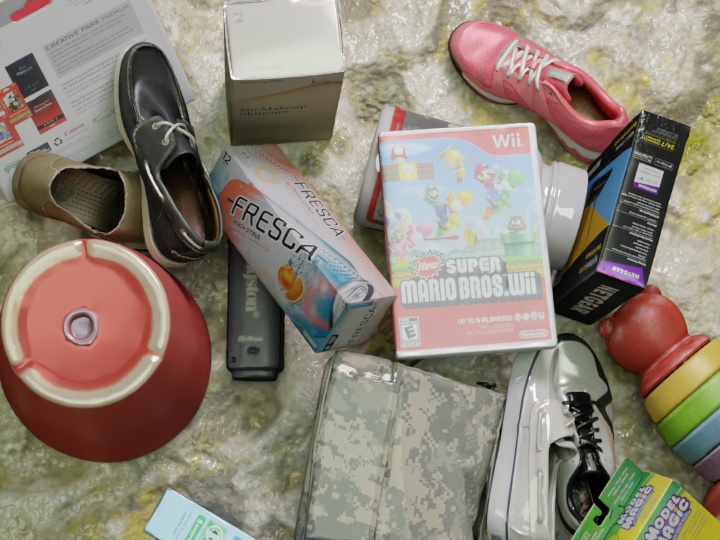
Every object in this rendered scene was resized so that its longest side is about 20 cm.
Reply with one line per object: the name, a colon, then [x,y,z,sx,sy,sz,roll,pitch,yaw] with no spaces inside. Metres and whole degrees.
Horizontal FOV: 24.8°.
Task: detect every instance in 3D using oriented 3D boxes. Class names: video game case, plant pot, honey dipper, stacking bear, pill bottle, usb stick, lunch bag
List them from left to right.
plant pot: [-0.231,0.061,1.424,0.198,0.177,0.203,1,79,-3]
usb stick: [-0.096,0.002,1.519,0.055,0.033,0.202,1,78,-4]
honey dipper: [0.000,0.000,1.524,0.038,0.038,0.201,-32,80,-10]
lunch bag: [0.036,0.183,1.434,0.166,0.139,0.202,10,77,2]
video game case: [0.092,-0.027,1.429,0.141,0.017,0.202,-4,79,-4]
pill bottle: [0.101,-0.072,1.507,0.198,0.114,0.115,15,77,-1]
stacking bear: [0.303,0.107,1.490,0.121,0.114,0.200,-38,79,-10]

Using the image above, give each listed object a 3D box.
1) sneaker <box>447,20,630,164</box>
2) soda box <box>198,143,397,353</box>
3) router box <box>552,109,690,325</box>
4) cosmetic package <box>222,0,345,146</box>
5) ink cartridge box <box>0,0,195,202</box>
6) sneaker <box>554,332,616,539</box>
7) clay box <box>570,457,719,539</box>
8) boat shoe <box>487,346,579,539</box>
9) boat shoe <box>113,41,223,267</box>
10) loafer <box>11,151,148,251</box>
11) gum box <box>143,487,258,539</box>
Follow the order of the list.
sneaker: [0.176,-0.183,1.548,0.199,0.087,0.074,33,77,4]
soda box: [-0.058,-0.023,1.437,0.068,0.064,0.200,-8,50,-46]
router box: [0.228,-0.042,1.464,0.051,0.200,0.150,18,77,-2]
cosmetic package: [-0.071,-0.176,1.472,0.102,0.200,0.074,-5,79,-4]
ink cartridge box: [-0.277,-0.192,1.473,0.199,0.177,0.084,-29,37,-10]
sneaker: [0.204,0.153,1.485,0.073,0.080,0.202,-7,77,-4]
clay box: [0.277,0.266,1.439,0.200,0.047,0.115,41,77,-24]
boat shoe: [0.159,0.147,1.435,0.065,0.072,0.202,4,60,19]
boat shoe: [-0.164,-0.107,1.437,0.071,0.067,0.202,-10,84,-36]
loafer: [-0.214,-0.055,1.474,0.198,0.067,0.077,10,97,-27]
gum box: [-0.086,0.258,1.396,0.199,0.170,0.045,30,79,2]
